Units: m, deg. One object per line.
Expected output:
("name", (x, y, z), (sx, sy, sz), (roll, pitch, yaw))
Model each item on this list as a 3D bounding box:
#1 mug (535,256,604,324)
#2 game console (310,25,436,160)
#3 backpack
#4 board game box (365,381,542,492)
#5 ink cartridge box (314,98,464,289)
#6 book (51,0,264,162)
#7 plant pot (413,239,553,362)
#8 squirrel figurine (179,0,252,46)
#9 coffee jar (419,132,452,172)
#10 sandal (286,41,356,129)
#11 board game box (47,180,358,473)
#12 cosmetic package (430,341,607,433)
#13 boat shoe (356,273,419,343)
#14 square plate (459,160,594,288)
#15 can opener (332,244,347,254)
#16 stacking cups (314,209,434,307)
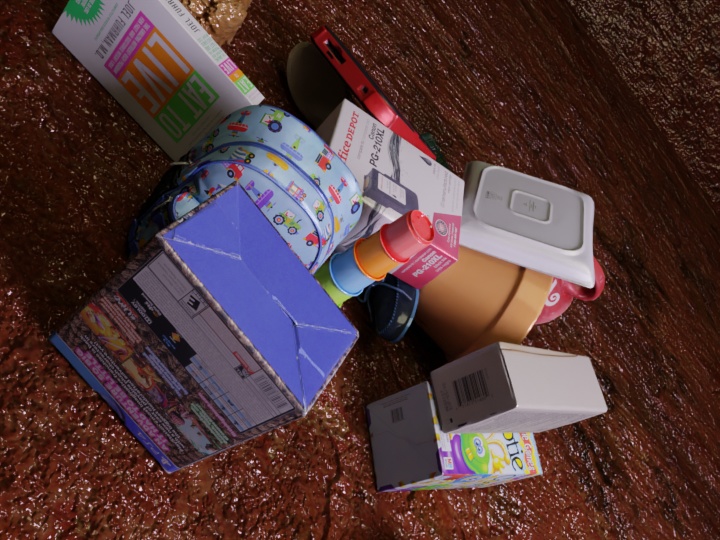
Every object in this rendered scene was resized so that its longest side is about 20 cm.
("mug", (0.285, -0.031, 0.968), (0.134, 0.176, 0.201), (-84, 157, -43))
("game console", (0.019, -0.246, 0.859), (0.201, 0.031, 0.177), (58, 15, 28))
("backpack", (-0.105, -0.049, 0.594), (0.183, 0.199, 0.135), (44, 41, -20))
("board game box", (0.118, 0.209, 0.750), (0.199, 0.105, 0.104), (15, 56, -41))
("ink cartridge box", (0.025, -0.093, 0.752), (0.199, 0.084, 0.146), (30, 47, -20))
("book", (-0.211, -0.218, 0.639), (0.200, 0.133, 0.048), (46, 41, -15))
("plant pot", (0.148, 0.029, 0.846), (0.139, 0.200, 0.201), (32, 43, -5))
("squirrel figurine", (-0.220, -0.360, 0.722), (0.186, 0.141, 0.201), (29, 45, -24))
("coffee jar", (0.118, -0.113, 0.968), (0.201, 0.085, 0.104), (59, 31, 0))
("sandal", (-0.037, -0.231, 0.904), (0.213, 0.077, 0.070), (56, 6, -2))
("board game box", (-0.131, 0.055, 0.499), (0.160, 0.199, 0.097), (52, 38, -10))
("cosmetic package", (0.185, 0.141, 0.702), (0.199, 0.103, 0.074), (13, 56, -43))
("boat shoe", (0.029, 0.013, 0.814), (0.068, 0.084, 0.201), (31, 30, -21))
("square plate", (0.228, -0.077, 0.831), (0.196, 0.029, 0.201), (19, 43, 5))
("can opener", (-0.080, -0.093, 0.756), (0.200, 0.053, 0.067), (43, 76, -23))
("stacking cups", (0.000, 0.000, 0.676), (0.060, 0.199, 0.061), (27, 49, -36))
